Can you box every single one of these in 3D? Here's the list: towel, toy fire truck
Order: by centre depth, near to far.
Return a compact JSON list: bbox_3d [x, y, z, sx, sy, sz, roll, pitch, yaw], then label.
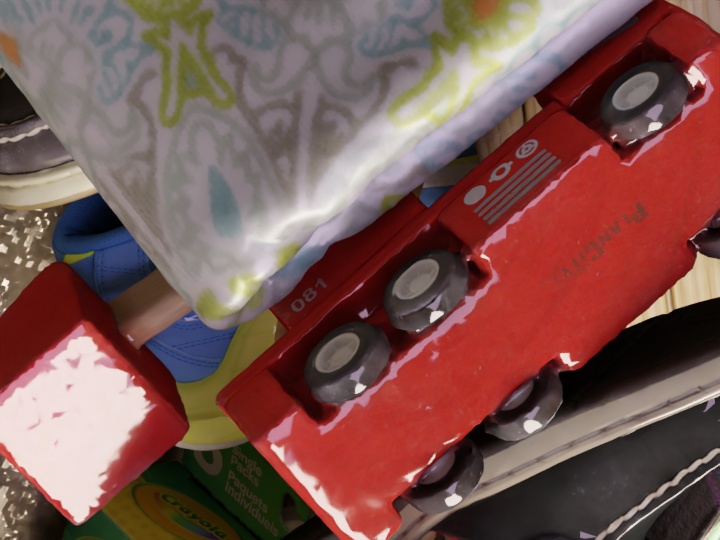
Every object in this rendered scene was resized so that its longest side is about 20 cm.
[{"bbox_3d":[-0.008,-0.112,0.638,0.200,0.171,0.048,-39,163,2],"label":"towel"},{"bbox_3d":[0.000,0.000,0.672,0.200,0.141,0.049,-42,121,-2],"label":"toy fire truck"}]

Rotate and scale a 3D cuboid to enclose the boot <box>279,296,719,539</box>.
[{"bbox_3d":[0.062,0.108,0.682,0.203,0.073,0.154,-33,91,26],"label":"boot"}]

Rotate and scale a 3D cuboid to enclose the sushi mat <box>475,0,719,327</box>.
[{"bbox_3d":[0.076,-0.046,0.708,0.096,0.012,0.200,-10,111,-2],"label":"sushi mat"}]

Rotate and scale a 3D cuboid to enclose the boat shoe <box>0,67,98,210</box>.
[{"bbox_3d":[-0.027,-0.096,0.702,0.201,0.072,0.066,-37,122,-9],"label":"boat shoe"}]

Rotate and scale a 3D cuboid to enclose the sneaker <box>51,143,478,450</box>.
[{"bbox_3d":[0.002,-0.033,0.752,0.200,0.076,0.105,-37,130,1],"label":"sneaker"}]

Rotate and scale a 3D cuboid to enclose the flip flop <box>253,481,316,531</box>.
[{"bbox_3d":[0.040,0.115,0.865,0.081,0.058,0.200,-7,146,32],"label":"flip flop"}]

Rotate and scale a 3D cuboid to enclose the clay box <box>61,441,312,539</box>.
[{"bbox_3d":[-0.054,0.149,0.816,0.048,0.115,0.200,-11,127,-42],"label":"clay box"}]

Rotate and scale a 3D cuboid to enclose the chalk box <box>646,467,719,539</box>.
[{"bbox_3d":[0.154,0.007,0.825,0.124,0.124,0.200,20,112,-35],"label":"chalk box"}]
